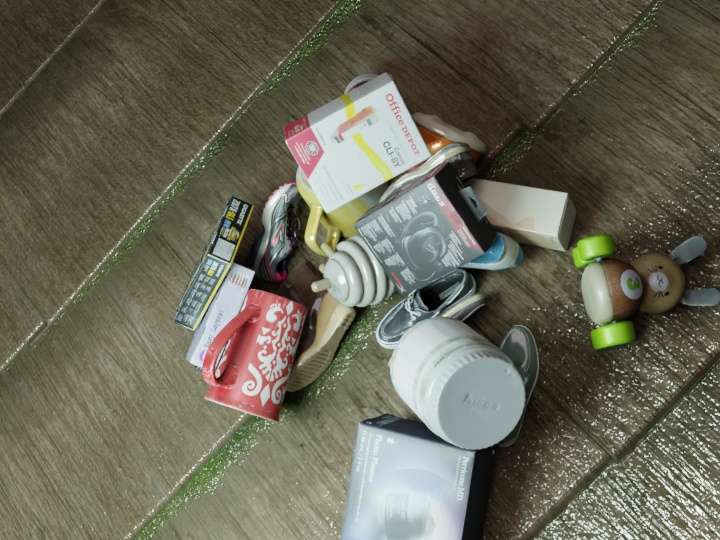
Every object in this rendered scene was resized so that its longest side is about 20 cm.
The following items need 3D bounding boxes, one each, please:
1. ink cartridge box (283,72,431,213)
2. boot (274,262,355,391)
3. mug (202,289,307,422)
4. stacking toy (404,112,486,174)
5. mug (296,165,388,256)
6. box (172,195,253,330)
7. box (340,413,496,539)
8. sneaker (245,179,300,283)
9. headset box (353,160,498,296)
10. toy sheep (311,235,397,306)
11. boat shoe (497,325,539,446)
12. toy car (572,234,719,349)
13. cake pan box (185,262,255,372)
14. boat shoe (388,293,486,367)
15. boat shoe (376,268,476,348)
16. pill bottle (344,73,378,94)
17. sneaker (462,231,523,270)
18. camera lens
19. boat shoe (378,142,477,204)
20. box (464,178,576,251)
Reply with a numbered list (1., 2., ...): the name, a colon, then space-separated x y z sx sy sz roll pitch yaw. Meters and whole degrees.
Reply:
1. ink cartridge box: -0.005 -0.210 1.485 0.199 0.146 0.083 -28 23 5
2. boot: -0.110 0.102 1.649 0.166 0.072 0.200 38 92 39
3. mug: -0.172 0.139 1.534 0.133 0.178 0.201 17 80 7
4. stacking toy: 0.120 -0.166 1.609 0.146 0.146 0.201 32 105 27
5. mug: -0.038 -0.138 1.632 0.149 0.153 0.187 -19 68 15
6. box: -0.263 -0.013 1.621 0.200 0.049 0.160 -54 18 41
7. box: 0.091 0.348 1.427 0.197 0.123 0.201 9 92 23
8. sneaker: -0.143 -0.073 1.687 0.074 0.081 0.201 27 111 20
9. headset box: 0.112 -0.069 1.472 0.200 0.077 0.149 -30 100 35
10. toy sheep: 0.000 0.000 1.580 0.199 0.138 0.138 -23 61 -25
11. boat shoe: 0.242 0.182 1.471 0.072 0.062 0.201 8 78 24
12. toy car: 0.445 0.020 1.400 0.199 0.158 0.165 -12 82 6
13. cake pan box: -0.258 0.087 1.643 0.052 0.184 0.201 23 81 -10
14. boat shoe: 0.139 0.117 1.532 0.200 0.072 0.065 -39 76 4
15. boat shoe: 0.106 0.063 1.559 0.199 0.068 0.072 -32 65 11
16. pill bottle: 0.023 -0.272 1.625 0.114 0.114 0.200 -29 31 12
17. sneaker: 0.183 -0.034 1.557 0.199 0.081 0.077 12 87 45
18. camera lens: 0.145 0.169 1.403 0.160 0.160 0.200 -52 23 0
19. boat shoe: 0.111 -0.135 1.517 0.200 0.074 0.074 -36 75 35
20. box: 0.253 -0.097 1.535 0.199 0.095 0.078 12 80 26
